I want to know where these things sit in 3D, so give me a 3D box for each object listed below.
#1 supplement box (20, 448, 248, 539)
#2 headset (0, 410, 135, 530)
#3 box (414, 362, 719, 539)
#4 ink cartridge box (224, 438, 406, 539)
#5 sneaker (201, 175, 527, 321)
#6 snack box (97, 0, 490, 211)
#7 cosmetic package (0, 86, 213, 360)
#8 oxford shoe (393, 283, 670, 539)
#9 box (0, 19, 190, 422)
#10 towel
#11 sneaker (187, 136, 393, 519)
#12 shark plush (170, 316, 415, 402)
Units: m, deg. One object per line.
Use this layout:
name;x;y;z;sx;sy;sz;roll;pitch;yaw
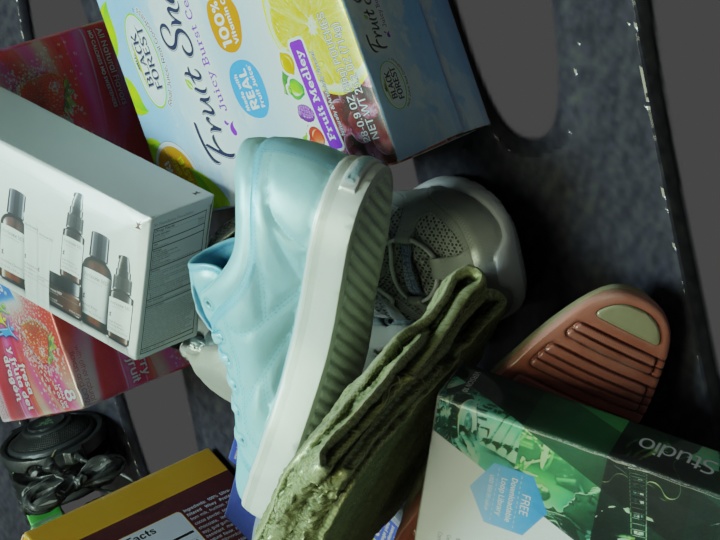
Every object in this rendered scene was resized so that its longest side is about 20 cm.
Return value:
supplement box;-0.096;0.251;1.437;0.200;0.133;0.197;45;139;27
headset;-0.179;0.145;1.519;0.124;0.094;0.200;61;155;7
box;0.121;0.136;1.117;0.200;0.036;0.144;18;126;15
ink cartridge box;-0.009;0.129;1.343;0.200;0.042;0.119;46;138;29
sneaker;0.000;0.000;1.223;0.200;0.082;0.075;2;110;51
snack box;-0.045;-0.123;1.228;0.200;0.068;0.169;-12;99;55
cosmetic package;-0.167;-0.034;1.292;0.200;0.051;0.083;26;120;32
oxford shoe;0.074;0.067;1.176;0.071;0.074;0.200;30;124;-14
box;-0.170;-0.027;1.411;0.095;0.103;0.200;-12;97;52
towel;-0.002;0.091;1.167;0.036;0.148;0.200;36;144;11
sneaker;-0.042;0.023;1.176;0.082;0.074;0.200;23;119;16
shark plush;-0.043;0.037;1.312;0.200;0.083;0.091;14;147;56
